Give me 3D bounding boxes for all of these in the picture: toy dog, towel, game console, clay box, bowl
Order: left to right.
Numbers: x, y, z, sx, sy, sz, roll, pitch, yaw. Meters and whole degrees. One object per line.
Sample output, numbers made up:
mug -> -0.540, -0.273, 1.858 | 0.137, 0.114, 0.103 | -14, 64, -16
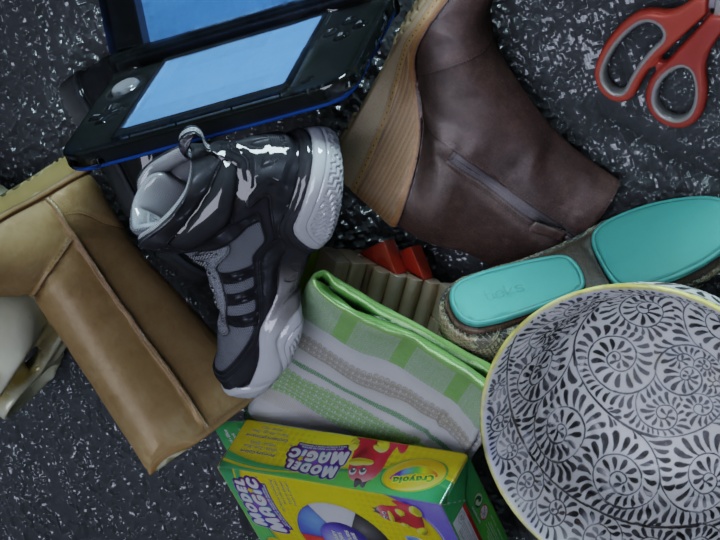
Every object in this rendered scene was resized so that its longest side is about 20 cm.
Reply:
toy dog -> -0.294, 0.006, 1.483 | 0.200, 0.194, 0.140 | 38, 128, 5
game console -> -0.091, -0.166, 1.335 | 0.199, 0.171, 0.119 | -14, 118, 25
clay box -> -0.006, 0.158, 1.449 | 0.199, 0.048, 0.115 | 5, 138, 33
towel -> 0.007, 0.088, 1.412 | 0.149, 0.031, 0.200 | 28, 148, 1
bowl -> 0.178, 0.080, 1.315 | 0.200, 0.094, 0.201 | 8, 117, 16

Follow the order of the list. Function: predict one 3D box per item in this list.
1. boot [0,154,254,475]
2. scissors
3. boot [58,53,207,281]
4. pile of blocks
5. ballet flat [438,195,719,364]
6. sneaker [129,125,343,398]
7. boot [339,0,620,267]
boot -> -0.179, 0.042, 1.396 | 0.200, 0.175, 0.066 | 55, 151, -3
scissors -> 0.209, -0.163, 1.309 | 0.073, 0.014, 0.200 | 38, 130, 6
boot -> -0.077, -0.108, 1.436 | 0.200, 0.066, 0.165 | -33, 95, 22
pile of blocks -> 0.000, 0.000, 1.429 | 0.199, 0.082, 0.062 | 16, 111, 0
ballet flat -> 0.144, 0.011, 1.371 | 0.199, 0.075, 0.068 | -19, 56, -3
sneaker -> -0.086, -0.009, 1.323 | 0.113, 0.076, 0.200 | 8, 130, -16
boot -> 0.091, -0.098, 1.382 | 0.166, 0.072, 0.200 | 29, 112, -4
